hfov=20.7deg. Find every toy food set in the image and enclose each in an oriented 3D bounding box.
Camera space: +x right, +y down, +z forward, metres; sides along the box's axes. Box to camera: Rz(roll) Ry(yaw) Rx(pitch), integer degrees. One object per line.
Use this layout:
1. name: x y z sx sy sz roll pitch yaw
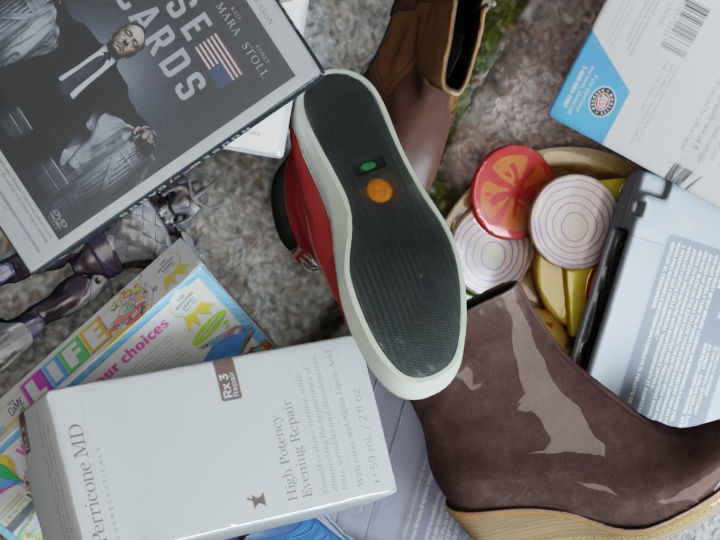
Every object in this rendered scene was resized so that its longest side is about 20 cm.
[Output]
1. toy food set: 0.132 0.016 1.271 0.198 0.049 0.200 -6 95 -7

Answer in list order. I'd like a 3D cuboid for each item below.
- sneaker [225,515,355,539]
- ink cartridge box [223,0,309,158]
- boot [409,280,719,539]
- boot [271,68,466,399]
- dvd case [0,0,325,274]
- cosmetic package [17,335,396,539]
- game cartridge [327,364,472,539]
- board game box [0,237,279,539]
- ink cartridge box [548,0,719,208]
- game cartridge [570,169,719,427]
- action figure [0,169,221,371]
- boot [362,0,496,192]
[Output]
1. sneaker: -0.037 0.188 1.202 0.199 0.089 0.079 23 107 4
2. ink cartridge box: -0.073 -0.174 1.178 0.083 0.145 0.202 10 93 -7
3. boot: 0.127 0.082 1.159 0.199 0.072 0.167 -23 103 16
4. boot: 0.000 0.000 1.176 0.072 0.145 0.201 -12 68 -18
5. dvd case: -0.141 -0.115 1.097 0.199 0.025 0.151 -34 90 6
6. cosmetic package: -0.089 0.107 1.150 0.198 0.074 0.103 -11 79 -28
7. game cartridge: 0.035 0.140 1.242 0.128 0.038 0.202 16 107 -1
8. board game box: -0.143 0.093 1.207 0.200 0.034 0.135 -41 132 -2
9. ink cartridge box: 0.230 -0.104 1.204 0.199 0.067 0.116 29 111 4
10. game cartridge: 0.200 0.051 1.243 0.132 0.041 0.202 17 91 -25
11. action figure: -0.172 -0.003 1.216 0.199 0.069 0.131 -31 95 -7
12. boot: 0.047 -0.108 1.172 0.068 0.200 0.190 23 91 -10
